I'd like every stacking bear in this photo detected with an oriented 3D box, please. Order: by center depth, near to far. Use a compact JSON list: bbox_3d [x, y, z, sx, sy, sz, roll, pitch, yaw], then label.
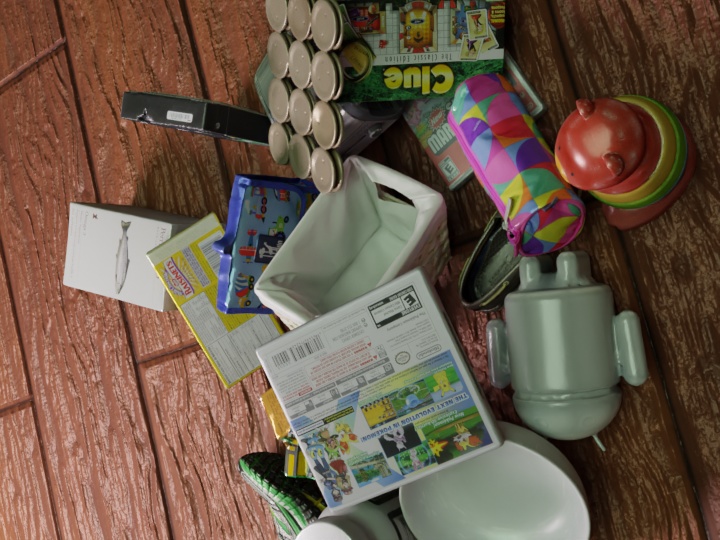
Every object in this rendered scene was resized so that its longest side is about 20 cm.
[{"bbox_3d":[0.242,-0.111,0.816,0.112,0.199,0.124,-24,79,29],"label":"stacking bear"}]

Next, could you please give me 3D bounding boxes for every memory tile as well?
[{"bbox_3d":[-0.060,-0.197,0.940,0.153,0.016,0.205,34,130,49],"label":"memory tile"}]

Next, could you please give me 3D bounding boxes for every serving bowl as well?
[{"bbox_3d":[0.141,0.230,0.907,0.195,0.066,0.204,9,123,14],"label":"serving bowl"}]

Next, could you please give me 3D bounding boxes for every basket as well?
[{"bbox_3d":[0.000,0.000,0.969,0.134,0.124,0.202,27,70,27],"label":"basket"}]

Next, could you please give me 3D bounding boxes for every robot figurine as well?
[{"bbox_3d":[0.208,0.083,0.893,0.166,0.112,0.206,-5,90,33],"label":"robot figurine"}]

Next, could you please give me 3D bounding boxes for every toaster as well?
[{"bbox_3d":[-0.046,-0.221,1.035,0.129,0.112,0.203,-42,71,40],"label":"toaster"}]

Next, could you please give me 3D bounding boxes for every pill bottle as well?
[{"bbox_3d":[0.015,0.301,0.968,0.114,0.198,0.120,1,91,31],"label":"pill bottle"}]

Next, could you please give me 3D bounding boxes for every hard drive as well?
[{"bbox_3d":[-0.176,-0.184,1.074,0.137,0.198,0.039,13,96,31],"label":"hard drive"}]

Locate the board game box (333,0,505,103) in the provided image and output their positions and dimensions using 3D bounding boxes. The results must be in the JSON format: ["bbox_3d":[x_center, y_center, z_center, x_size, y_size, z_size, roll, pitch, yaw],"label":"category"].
[{"bbox_3d":[0.057,-0.236,0.927,0.195,0.024,0.107,-5,112,-7],"label":"board game box"}]

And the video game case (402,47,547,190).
[{"bbox_3d":[0.106,-0.217,1.004,0.142,0.017,0.202,-40,71,27],"label":"video game case"}]

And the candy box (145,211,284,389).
[{"bbox_3d":[-0.178,0.039,1.110,0.101,0.026,0.203,-29,103,-3],"label":"candy box"}]

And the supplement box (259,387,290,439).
[{"bbox_3d":[-0.032,0.132,1.071,0.199,0.066,0.070,-39,72,26],"label":"supplement box"}]

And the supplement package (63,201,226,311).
[{"bbox_3d":[-0.298,-0.022,1.201,0.196,0.116,0.120,11,96,30],"label":"supplement package"}]

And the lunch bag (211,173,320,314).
[{"bbox_3d":[-0.108,-0.032,1.035,0.092,0.198,0.154,16,100,30],"label":"lunch bag"}]

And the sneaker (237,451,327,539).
[{"bbox_3d":[-0.091,0.310,1.105,0.199,0.077,0.086,42,112,23],"label":"sneaker"}]

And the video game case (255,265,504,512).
[{"bbox_3d":[0.015,0.120,0.851,0.197,0.022,0.186,-26,91,21],"label":"video game case"}]

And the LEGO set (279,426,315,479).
[{"bbox_3d":[0.010,0.171,0.980,0.152,0.197,0.119,-1,83,44],"label":"LEGO set"}]

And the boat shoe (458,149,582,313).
[{"bbox_3d":[0.172,-0.042,0.943,0.072,0.059,0.202,40,111,25],"label":"boat shoe"}]

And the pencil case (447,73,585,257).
[{"bbox_3d":[0.154,-0.109,0.886,0.088,0.087,0.203,-41,50,26],"label":"pencil case"}]
